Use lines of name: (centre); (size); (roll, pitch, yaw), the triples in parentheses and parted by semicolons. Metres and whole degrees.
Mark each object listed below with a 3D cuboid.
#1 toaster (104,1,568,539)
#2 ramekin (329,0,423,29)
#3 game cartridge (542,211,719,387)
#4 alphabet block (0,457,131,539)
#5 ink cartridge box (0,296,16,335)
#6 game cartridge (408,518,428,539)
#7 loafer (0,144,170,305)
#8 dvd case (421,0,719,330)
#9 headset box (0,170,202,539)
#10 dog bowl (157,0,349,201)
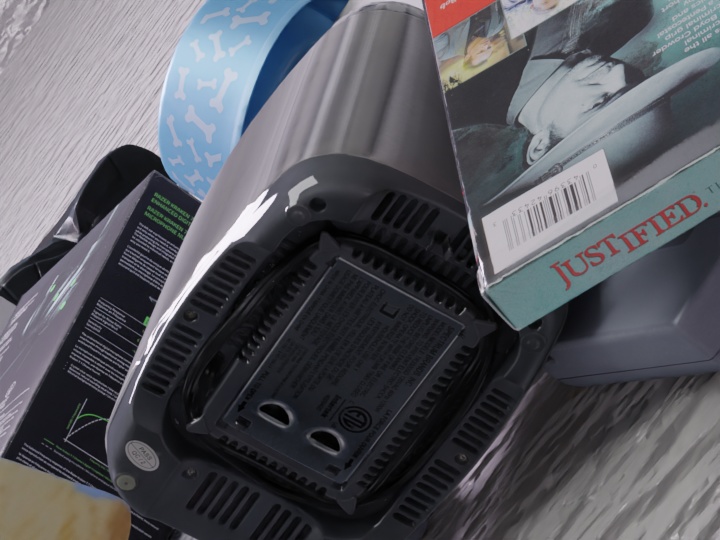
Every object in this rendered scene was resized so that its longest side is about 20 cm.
toaster: (0.000, 0.000, 0.889); (0.200, 0.113, 0.129); (-56, 14, 35)
ramekin: (0.045, -0.066, 1.039); (0.203, 0.094, 0.203); (-52, 14, 19)
game cartridge: (0.134, -0.053, 0.842); (0.201, 0.040, 0.133); (-60, 11, -14)
alphabet block: (-0.221, 0.192, 1.084); (0.200, 0.195, 0.197); (-83, 12, -59)
ink cartridge box: (-0.231, 0.131, 1.537); (0.145, 0.083, 0.200); (-50, 15, 24)
game cartridge: (-0.047, 0.155, 0.980); (0.200, 0.041, 0.133); (-59, 11, -10)
loafer: (-0.188, 0.013, 1.705); (0.200, 0.073, 0.072); (-52, 3, -21)
dvd case: (0.087, -0.081, 0.781); (0.146, 0.022, 0.200); (-32, 30, 15)
headset box: (-0.136, 0.069, 1.342); (0.174, 0.093, 0.200); (-38, 22, 52)
dog bowl: (-0.024, -0.083, 1.189); (0.200, 0.049, 0.112); (-24, -50, -59)
